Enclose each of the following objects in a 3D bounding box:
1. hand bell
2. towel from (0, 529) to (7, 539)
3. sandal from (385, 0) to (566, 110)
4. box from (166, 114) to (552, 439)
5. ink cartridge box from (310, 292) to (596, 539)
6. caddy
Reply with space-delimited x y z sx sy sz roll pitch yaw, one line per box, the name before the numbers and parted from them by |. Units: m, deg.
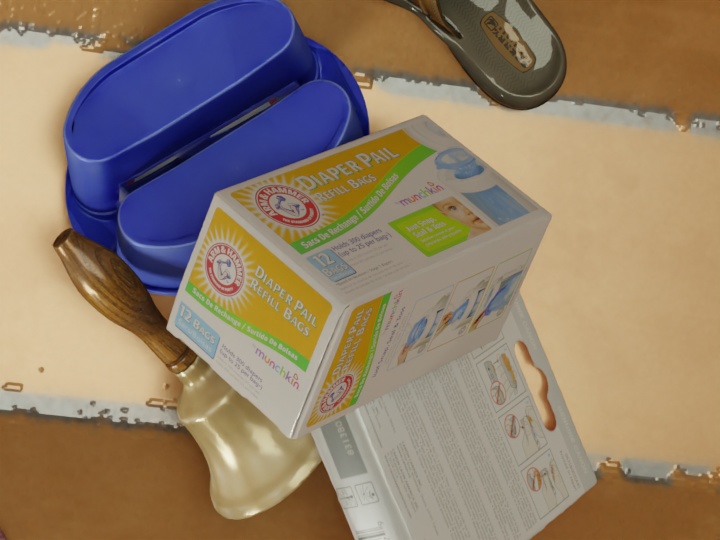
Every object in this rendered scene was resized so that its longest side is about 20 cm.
hand bell | -0.111 0.046 1.547 0.104 0.104 0.200 -45 115 -6
towel | -0.321 0.116 1.580 0.143 0.023 0.201 -26 97 -9
sandal | 0.055 -0.179 1.618 0.082 0.055 0.200 -44 99 -6
box | 0.000 0.000 1.500 0.112 0.199 0.102 39 127 23
ink cartridge box | 0.056 0.106 1.603 0.057 0.200 0.164 -17 99 34
caddy | -0.089 -0.075 1.575 0.199 0.105 0.142 -32 74 -7
